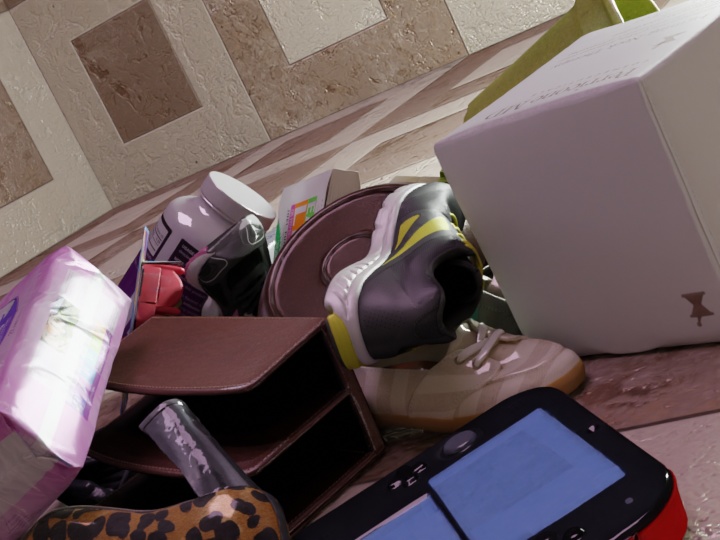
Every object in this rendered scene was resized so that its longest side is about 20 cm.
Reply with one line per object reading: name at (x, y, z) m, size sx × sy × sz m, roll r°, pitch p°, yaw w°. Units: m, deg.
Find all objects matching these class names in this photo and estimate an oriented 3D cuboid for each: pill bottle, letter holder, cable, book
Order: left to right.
cable at (-0.185, 0.139, 0.976) m, size 0.163 × 0.051 × 0.199 m, roll -35°, pitch 14°, yaw -35°
pill bottle at (-0.166, 0.008, 1.153) m, size 0.201 × 0.112 × 0.113 m, roll -55°, pitch 6°, yaw 14°
letter holder at (-0.111, 0.108, 0.778) m, size 0.199 × 0.101 × 0.142 m, roll -2°, pitch 28°, yaw 47°
book at (-0.045, -0.020, 1.117) m, size 0.048 × 0.135 × 0.200 m, roll 7°, pitch -4°, yaw -16°

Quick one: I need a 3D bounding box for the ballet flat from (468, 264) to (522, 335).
ballet flat at (0.137, -0.010, 0.869) m, size 0.067 × 0.064 × 0.200 m, roll 17°, pitch 38°, yaw 31°

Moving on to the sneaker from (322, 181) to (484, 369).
sneaker at (0.047, 0.002, 0.774) m, size 0.084 × 0.075 × 0.200 m, roll -4°, pitch 29°, yaw 24°

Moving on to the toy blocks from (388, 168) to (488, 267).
toy blocks at (0.076, -0.028, 0.989) m, size 0.199 × 0.101 × 0.137 m, roll 5°, pitch 28°, yaw 24°

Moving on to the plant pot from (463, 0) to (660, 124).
plant pot at (0.201, -0.146, 1.079) m, size 0.184 × 0.201 × 0.200 m, roll -32°, pitch 8°, yaw 28°

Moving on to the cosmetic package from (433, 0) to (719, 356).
cosmetic package at (0.192, -0.067, 0.766) m, size 0.167 × 0.167 × 0.200 m, roll -12°, pitch 20°, yaw 48°

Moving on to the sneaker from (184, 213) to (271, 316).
sneaker at (-0.091, 0.024, 1.029) m, size 0.080 × 0.086 × 0.200 m, roll -41°, pitch -16°, yaw -13°

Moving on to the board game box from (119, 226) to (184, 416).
board game box at (-0.175, 0.045, 1.012) m, size 0.039 × 0.159 × 0.200 m, roll 7°, pitch -1°, yaw -9°

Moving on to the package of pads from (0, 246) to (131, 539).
package of pads at (-0.218, 0.084, 0.749) m, size 0.120 × 0.076 × 0.200 m, roll -40°, pitch 23°, yaw 18°

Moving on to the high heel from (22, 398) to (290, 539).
high heel at (-0.128, 0.187, 0.663) m, size 0.200 × 0.071 × 0.142 m, roll -52°, pitch 49°, yaw 3°

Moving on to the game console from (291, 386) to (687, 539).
game console at (0.051, 0.127, 0.579) m, size 0.176 × 0.031 × 0.200 m, roll -27°, pitch 12°, yaw -5°

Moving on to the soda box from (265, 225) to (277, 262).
soda box at (-0.112, 0.011, 1.307) m, size 0.063 × 0.069 × 0.200 m, roll -16°, pitch 17°, yaw 41°

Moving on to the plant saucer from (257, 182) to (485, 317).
plant saucer at (0.000, 0.000, 0.911) m, size 0.199 × 0.032 × 0.201 m, roll -20°, pitch 42°, yaw 18°

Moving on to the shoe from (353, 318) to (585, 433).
shoe at (0.046, 0.065, 0.761) m, size 0.199 × 0.054 × 0.070 m, roll -9°, pitch 23°, yaw 34°
